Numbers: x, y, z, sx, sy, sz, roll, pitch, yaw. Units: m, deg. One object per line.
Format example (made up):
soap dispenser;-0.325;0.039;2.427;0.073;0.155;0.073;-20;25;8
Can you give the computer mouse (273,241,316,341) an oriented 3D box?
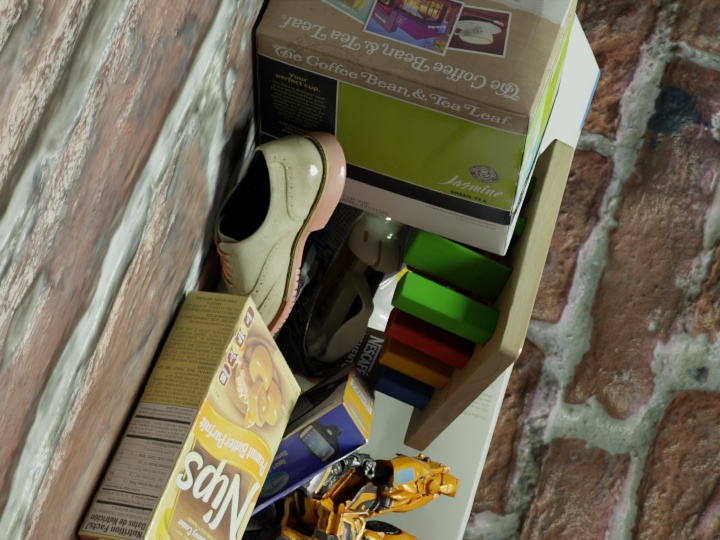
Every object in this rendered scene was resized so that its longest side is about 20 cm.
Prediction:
computer mouse;-0.097;0.069;1.477;0.201;0.046;0.141;-63;-178;17

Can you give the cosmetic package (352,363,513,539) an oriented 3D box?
cosmetic package;0.054;0.157;1.669;0.081;0.112;0.201;-33;141;-79

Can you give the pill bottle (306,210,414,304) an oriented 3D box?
pill bottle;0.001;-0.060;1.645;0.201;0.111;0.113;100;11;-52

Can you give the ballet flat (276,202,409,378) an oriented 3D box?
ballet flat;0.000;0.000;1.526;0.201;0.072;0.072;-63;175;14

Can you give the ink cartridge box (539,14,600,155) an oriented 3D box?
ink cartridge box;0.100;-0.153;1.757;0.086;0.199;0.147;56;45;-42

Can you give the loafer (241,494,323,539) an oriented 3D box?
loafer;-0.081;0.194;1.526;0.199;0.072;0.063;17;111;-51

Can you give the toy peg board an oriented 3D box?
toy peg board;0.066;0.006;1.528;0.199;0.097;0.201;-51;-163;56

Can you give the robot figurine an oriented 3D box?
robot figurine;0.001;0.207;1.531;0.200;0.058;0.146;-4;110;-57

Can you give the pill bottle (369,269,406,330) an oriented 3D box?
pill bottle;0.023;-0.001;1.948;0.111;0.111;0.201;92;16;-64

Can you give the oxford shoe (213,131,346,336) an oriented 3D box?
oxford shoe;-0.082;-0.016;1.380;0.073;0.071;0.201;-2;127;-40

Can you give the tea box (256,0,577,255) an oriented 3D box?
tea box;0.039;-0.138;1.388;0.197;0.199;0.134;95;15;-63

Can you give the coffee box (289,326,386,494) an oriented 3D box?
coffee box;-0.051;0.126;1.685;0.200;0.114;0.080;-62;168;-53

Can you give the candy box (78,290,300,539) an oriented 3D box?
candy box;-0.112;0.128;1.320;0.116;0.055;0.201;64;39;-47

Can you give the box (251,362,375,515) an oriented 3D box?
box;-0.050;0.130;1.458;0.119;0.042;0.200;-32;-177;5
